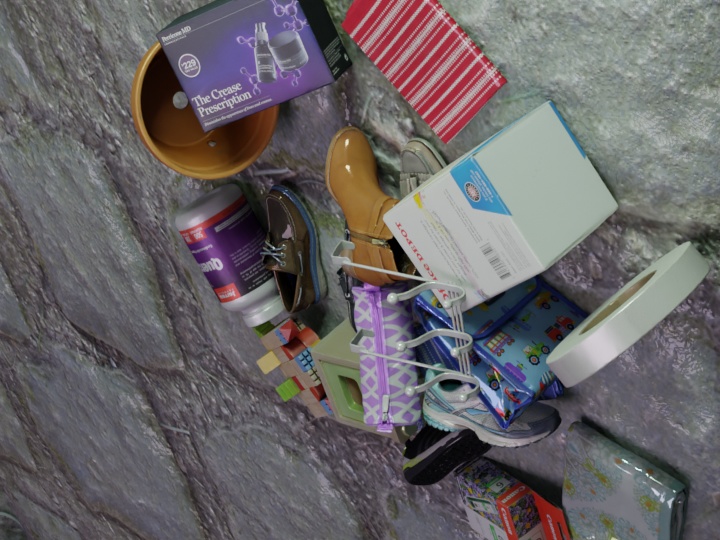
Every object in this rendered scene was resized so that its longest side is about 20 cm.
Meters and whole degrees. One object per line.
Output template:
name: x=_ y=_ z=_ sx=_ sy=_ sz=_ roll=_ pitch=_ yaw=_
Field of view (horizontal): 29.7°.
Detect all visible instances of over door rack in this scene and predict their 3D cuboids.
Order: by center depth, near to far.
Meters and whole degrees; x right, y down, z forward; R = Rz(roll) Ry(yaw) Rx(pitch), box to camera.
over door rack: x=0.044 y=0.066 z=1.589 sx=0.199 sy=0.066 sz=0.149 roll=21 pitch=135 yaw=39

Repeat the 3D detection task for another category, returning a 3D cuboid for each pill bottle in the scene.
pill bottle: x=-0.185 y=-0.020 z=2.028 sx=0.112 sy=0.112 sz=0.202 roll=-11 pitch=112 yaw=54

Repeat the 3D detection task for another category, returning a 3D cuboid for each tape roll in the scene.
tape roll: x=0.281 y=0.047 z=1.434 sx=0.037 sy=0.202 sz=0.203 roll=49 pitch=147 yaw=3

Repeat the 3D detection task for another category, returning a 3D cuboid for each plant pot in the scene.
plant pot: x=-0.225 y=-0.229 z=1.827 sx=0.140 sy=0.199 sz=0.202 roll=18 pitch=137 yaw=63

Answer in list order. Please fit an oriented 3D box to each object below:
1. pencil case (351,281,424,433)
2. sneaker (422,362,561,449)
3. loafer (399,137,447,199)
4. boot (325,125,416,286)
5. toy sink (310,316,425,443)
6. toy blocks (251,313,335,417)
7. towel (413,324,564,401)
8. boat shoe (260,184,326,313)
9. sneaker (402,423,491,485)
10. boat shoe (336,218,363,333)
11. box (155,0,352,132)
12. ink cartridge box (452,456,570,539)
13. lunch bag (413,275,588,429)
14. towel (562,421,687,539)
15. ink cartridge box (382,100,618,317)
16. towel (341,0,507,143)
pencil case: x=0.032 y=0.112 z=1.782 sx=0.083 sy=0.085 sz=0.203 roll=-6 pitch=92 yaw=25
sneaker: x=0.162 y=0.168 z=1.737 sx=0.198 sy=0.077 sz=0.087 roll=7 pitch=117 yaw=32
loafer: x=0.089 y=-0.064 z=1.693 sx=0.071 sy=0.063 sz=0.202 roll=7 pitch=126 yaw=47
boot: x=0.018 y=-0.081 z=1.688 sx=0.155 sy=0.076 sz=0.203 roll=-175 pitch=85 yaw=-65
toy sink: x=0.043 y=0.155 z=1.912 sx=0.199 sy=0.112 sz=0.132 roll=10 pitch=129 yaw=45
toy blocks: x=-0.074 y=0.141 z=2.027 sx=0.201 sy=0.100 sz=0.137 roll=54 pitch=161 yaw=-3
towel: x=0.158 y=0.122 z=1.773 sx=0.198 sy=0.024 sz=0.146 roll=-18 pitch=107 yaw=39
boat shoe: x=-0.103 y=-0.025 z=1.957 sx=0.072 sy=0.072 sz=0.202 roll=13 pitch=131 yaw=43
sneaker: x=0.118 y=0.234 z=1.930 sx=0.200 sy=0.071 sz=0.084 roll=-39 pitch=48 yaw=39
boat shoe: x=-0.001 y=0.001 z=1.852 sx=0.066 sy=0.074 sz=0.201 roll=25 pitch=136 yaw=26
box: x=-0.132 y=-0.275 z=1.682 sx=0.198 sy=0.079 sz=0.142 roll=-18 pitch=107 yaw=26
ink cartridge box: x=0.216 y=0.348 z=1.900 sx=0.199 sy=0.050 sz=0.110 roll=27 pitch=142 yaw=55
lunch bag: x=0.164 y=0.060 z=1.637 sx=0.200 sy=0.150 sz=0.094 roll=45 pitch=146 yaw=11
towel: x=0.336 y=0.307 z=1.753 sx=0.170 sy=0.048 sz=0.202 roll=28 pitch=140 yaw=32
ink cartridge box: x=0.154 y=-0.066 z=1.534 sx=0.148 sy=0.144 sz=0.200 roll=55 pitch=147 yaw=-3
towel: x=0.071 y=-0.258 z=1.572 sx=0.200 sy=0.022 sz=0.145 roll=49 pitch=145 yaw=2
